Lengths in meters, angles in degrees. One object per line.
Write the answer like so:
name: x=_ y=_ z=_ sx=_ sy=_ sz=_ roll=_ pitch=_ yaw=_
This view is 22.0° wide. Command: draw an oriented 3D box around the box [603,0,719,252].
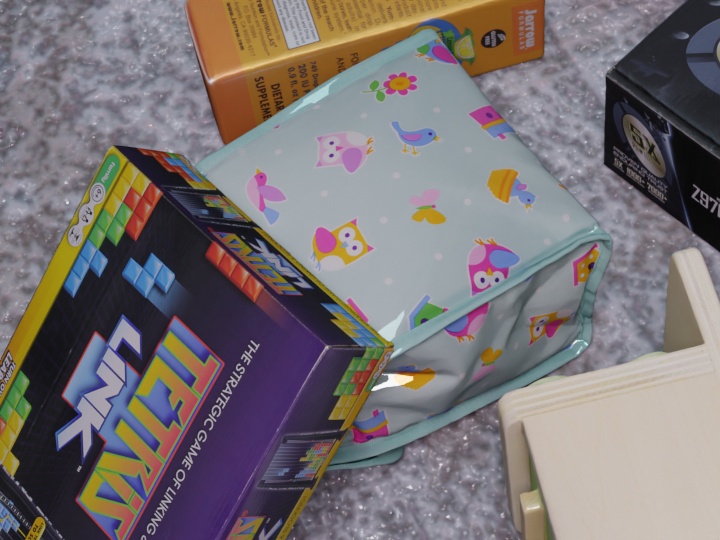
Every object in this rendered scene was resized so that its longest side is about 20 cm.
box: x=0.256 y=-0.097 z=0.994 sx=0.200 sy=0.086 sz=0.164 roll=-40 pitch=62 yaw=-17

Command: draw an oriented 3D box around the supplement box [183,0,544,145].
supplement box: x=0.005 y=-0.139 z=1.060 sx=0.198 sy=0.067 sz=0.069 roll=-18 pitch=58 yaw=-4

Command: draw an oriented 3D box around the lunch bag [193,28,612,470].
lunch bag: x=0.000 y=0.000 z=0.945 sx=0.199 sy=0.122 sz=0.171 roll=-29 pitch=61 yaw=-18

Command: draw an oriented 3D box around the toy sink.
toy sink: x=0.129 y=0.112 z=0.856 sx=0.111 sy=0.131 sz=0.201 roll=-13 pitch=59 yaw=-1

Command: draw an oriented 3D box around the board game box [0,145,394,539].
board game box: x=-0.098 y=0.069 z=0.879 sx=0.165 sy=0.057 sz=0.201 roll=40 pitch=110 yaw=32
